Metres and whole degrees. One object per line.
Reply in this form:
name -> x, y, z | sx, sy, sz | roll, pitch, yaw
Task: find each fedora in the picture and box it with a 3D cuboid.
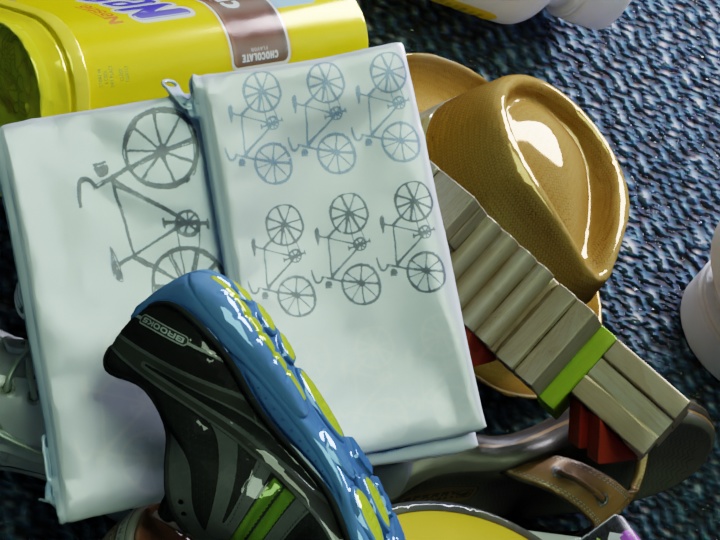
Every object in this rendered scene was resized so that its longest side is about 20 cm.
fedora -> 0.081, -0.035, 1.370 | 0.201, 0.082, 0.201 | 27, 47, -34

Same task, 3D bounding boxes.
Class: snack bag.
snack bag -> -0.057, 0.003, 1.171 | 0.200, 0.021, 0.189 | -9, 84, -12

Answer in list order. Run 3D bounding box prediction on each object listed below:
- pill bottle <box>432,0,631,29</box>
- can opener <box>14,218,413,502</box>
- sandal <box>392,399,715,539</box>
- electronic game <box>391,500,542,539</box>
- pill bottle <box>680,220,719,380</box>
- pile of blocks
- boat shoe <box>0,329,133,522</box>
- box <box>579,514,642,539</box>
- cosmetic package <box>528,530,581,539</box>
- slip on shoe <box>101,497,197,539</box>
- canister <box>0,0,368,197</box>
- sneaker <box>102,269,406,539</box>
pill bottle -> 0.059, -0.203, 1.482 | 0.200, 0.111, 0.111 | 18, 51, -21
can opener -> -0.061, 0.034, 1.195 | 0.200, 0.067, 0.053 | 25, 27, -3
sandal -> 0.089, 0.109, 1.299 | 0.200, 0.082, 0.055 | -5, 50, -30
electronic game -> 0.051, 0.194, 1.171 | 0.200, 0.042, 0.200 | 18, 51, -24
pill bottle -> 0.257, -0.016, 1.409 | 0.112, 0.200, 0.112 | 15, 52, -21
pile of blocks -> 0.070, 0.028, 1.254 | 0.200, 0.082, 0.062 | 43, 87, -13
boat shoe -> -0.143, 0.057, 1.209 | 0.200, 0.067, 0.074 | 22, 50, -16
box -> 0.171, 0.216, 1.169 | 0.143, 0.036, 0.200 | 49, 7, -44
cosmetic package -> 0.103, 0.224, 1.251 | 0.083, 0.051, 0.200 | 12, 54, -27
slip on shoe -> -0.035, 0.175, 1.197 | 0.200, 0.061, 0.076 | 31, 46, -18
canister -> -0.114, -0.099, 1.291 | 0.200, 0.149, 0.087 | -13, 111, -39
sneaker -> -0.040, 0.097, 1.125 | 0.200, 0.083, 0.071 | 58, 12, 0
